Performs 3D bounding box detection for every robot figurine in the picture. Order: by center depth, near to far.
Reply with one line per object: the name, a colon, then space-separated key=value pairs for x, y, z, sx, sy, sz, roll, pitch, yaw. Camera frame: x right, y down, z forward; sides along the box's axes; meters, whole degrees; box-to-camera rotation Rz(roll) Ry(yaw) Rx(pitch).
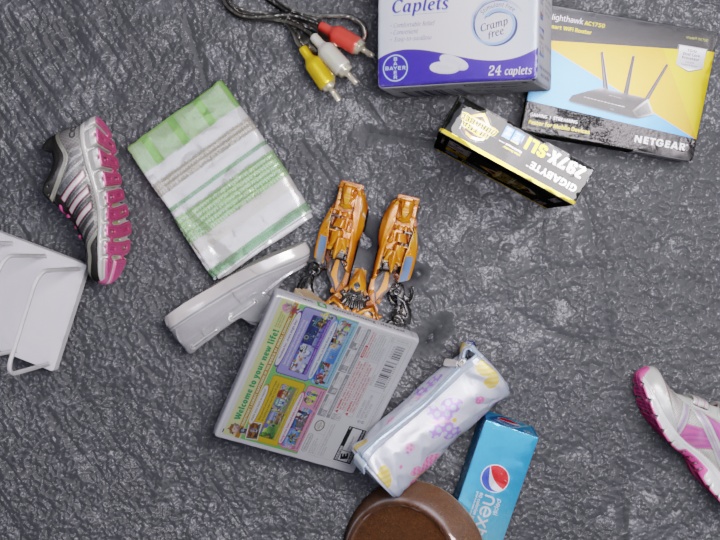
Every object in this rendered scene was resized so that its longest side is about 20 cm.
robot figurine: x=0.000 y=0.000 z=1.205 sx=0.145 sy=0.058 sz=0.200 roll=13 pitch=94 yaw=4

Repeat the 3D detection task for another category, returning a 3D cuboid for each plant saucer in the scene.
plant saucer: x=0.055 y=0.350 z=1.191 sx=0.200 sy=0.034 sz=0.201 roll=-4 pitch=83 yaw=30

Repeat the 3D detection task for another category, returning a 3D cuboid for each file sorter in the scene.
file sorter: x=-0.454 y=0.026 z=1.193 sx=0.200 sy=0.125 sz=0.139 roll=20 pitch=94 yaw=8

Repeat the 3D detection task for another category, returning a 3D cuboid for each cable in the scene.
cable: x=-0.070 y=-0.294 z=1.193 sx=0.200 sy=0.050 sz=0.097 roll=39 pitch=94 yaw=-1

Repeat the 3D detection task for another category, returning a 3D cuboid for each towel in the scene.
towel: x=-0.170 y=-0.109 z=1.228 sx=0.149 sy=0.031 sz=0.200 roll=-34 pitch=89 yaw=3

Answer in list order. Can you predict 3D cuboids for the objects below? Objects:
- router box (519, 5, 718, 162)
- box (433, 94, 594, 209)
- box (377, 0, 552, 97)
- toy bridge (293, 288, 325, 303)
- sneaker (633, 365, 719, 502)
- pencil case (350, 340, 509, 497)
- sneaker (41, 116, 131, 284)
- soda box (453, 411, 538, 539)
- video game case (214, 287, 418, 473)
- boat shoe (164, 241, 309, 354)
router box: x=0.297 y=-0.216 z=1.175 sx=0.200 sy=0.051 sz=0.150 roll=10 pitch=94 yaw=4
box: x=0.162 y=-0.126 z=1.116 sx=0.160 sy=0.200 sz=0.049 roll=30 pitch=93 yaw=1
box: x=0.118 y=-0.302 z=1.131 sx=0.184 sy=0.105 sz=0.200 roll=1 pitch=93 yaw=20
toy bridge: x=-0.104 y=0.109 z=1.216 sx=0.067 sy=0.027 sz=0.200 roll=39 pitch=115 yaw=40
sneaker: x=0.401 y=0.182 z=1.187 sx=0.088 sy=0.081 sz=0.200 roll=-41 pitch=99 yaw=4
pencil case: x=0.083 y=0.174 z=1.186 sx=0.200 sy=0.091 sz=0.083 roll=-43 pitch=65 yaw=-1
sneaker: x=-0.335 y=-0.081 z=1.216 sx=0.087 sy=0.074 sz=0.200 roll=-7 pitch=94 yaw=10
soda box: x=0.148 y=0.276 z=1.211 sx=0.068 sy=0.064 sz=0.200 roll=18 pitch=95 yaw=2
video game case: x=-0.053 y=0.134 z=1.184 sx=0.182 sy=0.022 sz=0.200 roll=19 pitch=111 yaw=-17
boat shoe: x=-0.139 y=0.035 z=1.210 sx=0.200 sy=0.072 sz=0.069 roll=-30 pitch=95 yaw=4
